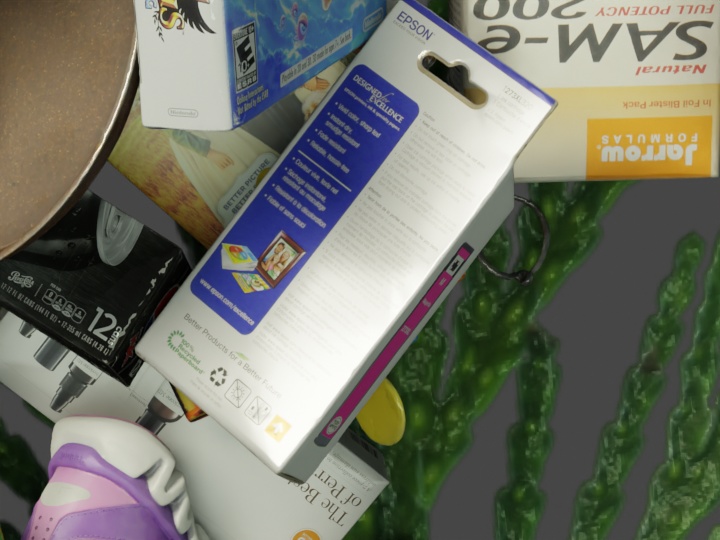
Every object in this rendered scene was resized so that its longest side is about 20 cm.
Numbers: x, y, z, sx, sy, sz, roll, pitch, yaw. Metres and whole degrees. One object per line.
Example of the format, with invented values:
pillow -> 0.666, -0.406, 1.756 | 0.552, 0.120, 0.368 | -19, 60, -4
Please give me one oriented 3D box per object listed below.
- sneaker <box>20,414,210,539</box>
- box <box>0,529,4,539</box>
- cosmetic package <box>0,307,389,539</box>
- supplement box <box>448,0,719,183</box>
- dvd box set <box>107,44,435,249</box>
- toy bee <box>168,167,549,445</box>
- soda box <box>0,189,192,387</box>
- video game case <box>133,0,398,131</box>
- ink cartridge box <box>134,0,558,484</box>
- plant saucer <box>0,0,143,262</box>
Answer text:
sneaker -> -0.102, 0.163, 1.088 | 0.080, 0.089, 0.201 | -2, 135, 37
box -> -0.208, 0.076, 1.073 | 0.048, 0.117, 0.202 | -20, 104, -11
cosmetic package -> -0.087, 0.068, 1.114 | 0.200, 0.051, 0.083 | 38, 99, -11
supplement box -> 0.105, -0.146, 1.066 | 0.125, 0.074, 0.202 | -2, 103, -3
dvd box set -> -0.083, -0.116, 1.082 | 0.200, 0.029, 0.146 | 42, 97, -12
toy bee -> 0.000, 0.000, 1.050 | 0.131, 0.109, 0.200 | 42, 75, 1
soda box -> -0.175, -0.029, 1.038 | 0.199, 0.071, 0.064 | 31, 82, 7
video game case -> -0.037, -0.173, 0.948 | 0.045, 0.200, 0.183 | 3, 111, 21
ink cartridge box -> -0.004, -0.014, 0.994 | 0.095, 0.037, 0.201 | 38, 93, 26
plant saucer -> -0.163, -0.086, 0.959 | 0.201, 0.200, 0.034 | -51, 145, 8
